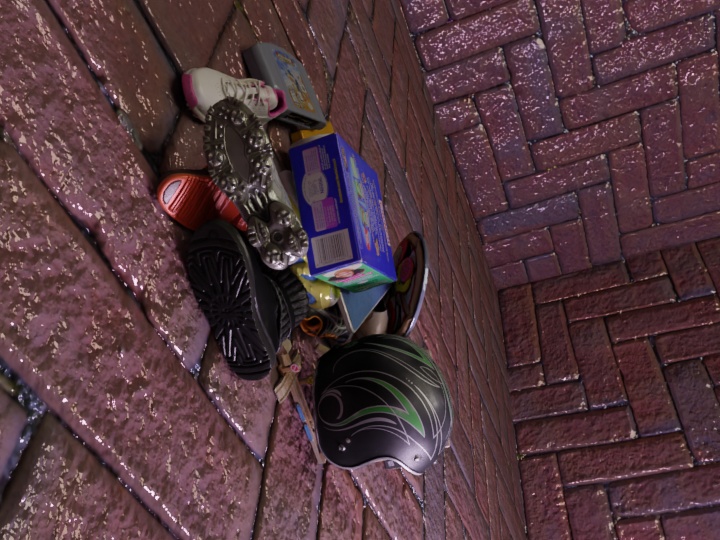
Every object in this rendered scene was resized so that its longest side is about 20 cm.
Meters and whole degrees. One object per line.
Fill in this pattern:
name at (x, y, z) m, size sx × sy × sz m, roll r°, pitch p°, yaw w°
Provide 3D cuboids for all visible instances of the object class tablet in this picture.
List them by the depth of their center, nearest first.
tablet at (0.000, 0.000, 1.136) m, size 0.200 × 0.013 × 0.132 m, roll -47°, pitch 123°, yaw -61°

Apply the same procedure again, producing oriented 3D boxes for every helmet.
helmet at (0.039, 0.194, 1.046) m, size 0.200 × 0.187 × 0.204 m, roll -7°, pitch 90°, yaw -77°

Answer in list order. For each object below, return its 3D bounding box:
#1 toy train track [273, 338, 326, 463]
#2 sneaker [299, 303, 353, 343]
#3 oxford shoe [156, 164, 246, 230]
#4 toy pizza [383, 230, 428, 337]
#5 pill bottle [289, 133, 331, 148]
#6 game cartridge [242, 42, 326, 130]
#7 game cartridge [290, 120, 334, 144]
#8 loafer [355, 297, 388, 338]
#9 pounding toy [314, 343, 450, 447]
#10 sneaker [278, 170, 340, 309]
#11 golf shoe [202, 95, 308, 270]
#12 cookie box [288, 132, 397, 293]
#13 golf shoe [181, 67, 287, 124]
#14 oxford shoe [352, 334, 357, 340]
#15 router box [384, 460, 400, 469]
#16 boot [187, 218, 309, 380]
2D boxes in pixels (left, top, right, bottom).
toy train track at (-0.076, 0.185, 1.037) m, size 0.115 × 0.032 × 0.203 m, roll -63°, pitch 137°, yaw -66°
sneaker at (-0.061, 0.072, 1.133) m, size 0.078 × 0.077 × 0.201 m, roll -64°, pitch 153°, yaw -21°
oxford shoe at (-0.186, -0.095, 0.880) m, size 0.073 × 0.071 × 0.199 m, roll 46°, pitch 14°, yaw 21°
toy pizza at (0.066, 0.029, 1.244) m, size 0.200 × 0.031 × 0.204 m, roll -167°, pitch -90°, yaw -76°
pill bottle at (-0.055, -0.119, 1.219) m, size 0.109 × 0.108 × 0.204 m, roll -4°, pitch 81°, yaw -73°
game cartridge at (-0.126, -0.315, 1.232) m, size 0.200 × 0.041 × 0.135 m, roll -11°, pitch 82°, yaw -71°
game cartridge at (-0.068, -0.187, 1.369) m, size 0.200 × 0.032 × 0.179 m, roll -55°, pitch 129°, yaw -70°
loafer at (0.002, 0.035, 1.243) m, size 0.201 × 0.074 × 0.069 m, roll 59°, pitch -41°, yaw 37°
pounding toy at (0.039, 0.204, 1.191) m, size 0.142 × 0.181 × 0.204 m, roll 47°, pitch 31°, yaw -81°
sneaker at (-0.103, -0.031, 0.992) m, size 0.076 × 0.103 × 0.203 m, roll -69°, pitch 143°, yaw -67°
golf shoe at (-0.125, -0.100, 0.844) m, size 0.097 × 0.077 × 0.203 m, roll -124°, pitch -167°, yaw -79°
cookie box at (-0.019, -0.069, 0.987) m, size 0.200 × 0.074 × 0.175 m, roll 26°, pitch 51°, yaw -72°
golf shoe at (-0.168, -0.239, 0.979) m, size 0.200 × 0.090 × 0.077 m, roll -14°, pitch 91°, yaw -72°
oxford shoe at (0.010, 0.062, 1.357) m, size 0.074 × 0.069 × 0.204 m, roll -28°, pitch 114°, yaw -67°
router box at (0.060, 0.254, 1.398) m, size 0.157 × 0.051 × 0.204 m, roll -49°, pitch 123°, yaw -70°
boot at (-0.134, 0.011, 0.898) m, size 0.158 × 0.078 × 0.215 m, roll -61°, pitch 146°, yaw -57°
